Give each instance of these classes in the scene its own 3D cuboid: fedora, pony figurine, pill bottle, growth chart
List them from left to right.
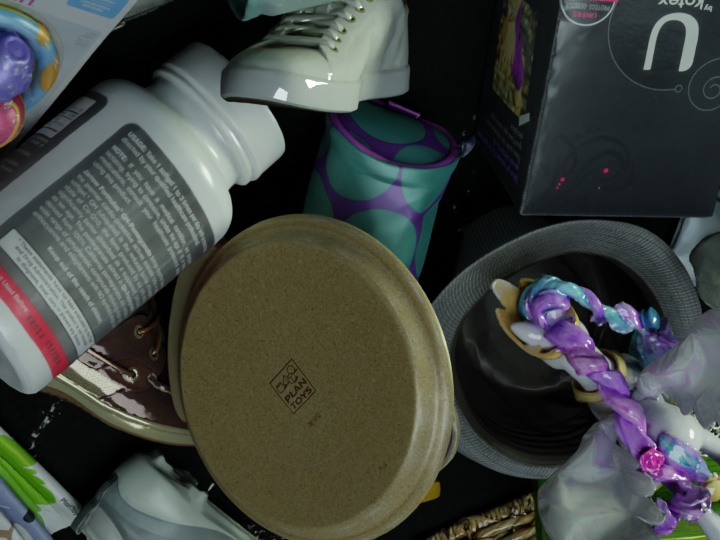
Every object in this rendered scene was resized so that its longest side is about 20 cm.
[{"bbox_3d":[-0.255,0.183,1.672,0.200,0.018,0.145,-41,121,10],"label":"growth chart"},{"bbox_3d":[-0.141,-0.034,1.509,0.200,0.111,0.111,-40,123,-15],"label":"pill bottle"},{"bbox_3d":[0.108,0.029,1.643,0.177,0.090,0.200,-33,128,6],"label":"fedora"},{"bbox_3d":[0.164,0.092,1.536,0.167,0.193,0.200,-46,131,1],"label":"pony figurine"}]

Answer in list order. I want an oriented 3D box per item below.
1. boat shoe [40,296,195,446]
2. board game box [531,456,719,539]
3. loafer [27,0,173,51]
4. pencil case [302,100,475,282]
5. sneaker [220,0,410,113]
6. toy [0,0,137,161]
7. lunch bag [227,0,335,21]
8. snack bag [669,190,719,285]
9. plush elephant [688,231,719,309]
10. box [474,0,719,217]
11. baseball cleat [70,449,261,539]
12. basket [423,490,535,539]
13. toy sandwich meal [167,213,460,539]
[{"bbox_3d":[-0.143,0.041,1.595,0.200,0.072,0.072,23,111,-19],"label":"boat shoe"},{"bbox_3d":[0.206,0.156,1.668,0.200,0.102,0.048,-6,113,4],"label":"board game box"},{"bbox_3d":[-0.192,-0.144,1.489,0.200,0.072,0.063,-8,139,-3],"label":"loafer"},{"bbox_3d":[0.000,0.000,1.601,0.085,0.092,0.200,22,117,14],"label":"pencil case"},{"bbox_3d":[-0.024,-0.130,1.479,0.073,0.200,0.085,8,101,15],"label":"sneaker"},{"bbox_3d":[-0.215,-0.090,1.464,0.115,0.047,0.200,15,142,-31],"label":"toy"},{"bbox_3d":[0.001,-0.204,1.422,0.170,0.200,0.122,-9,120,-9],"label":"lunch bag"},{"bbox_3d":[0.294,-0.068,1.682,0.188,0.021,0.200,6,118,-18],"label":"snack bag"},{"bbox_3d":[0.264,0.009,1.625,0.165,0.200,0.155,-40,84,-28],"label":"plush elephant"},{"bbox_3d":[0.147,-0.139,1.552,0.122,0.106,0.200,0,118,-15],"label":"box"},{"bbox_3d":[-0.094,0.197,1.692,0.106,0.070,0.200,-47,109,-1],"label":"baseball cleat"},{"bbox_3d":[0.151,0.224,1.780,0.200,0.149,0.143,-24,154,-2],"label":"basket"},{"bbox_3d":[-0.023,0.059,1.533,0.070,0.205,0.205,-13,131,-55],"label":"toy sandwich meal"}]
